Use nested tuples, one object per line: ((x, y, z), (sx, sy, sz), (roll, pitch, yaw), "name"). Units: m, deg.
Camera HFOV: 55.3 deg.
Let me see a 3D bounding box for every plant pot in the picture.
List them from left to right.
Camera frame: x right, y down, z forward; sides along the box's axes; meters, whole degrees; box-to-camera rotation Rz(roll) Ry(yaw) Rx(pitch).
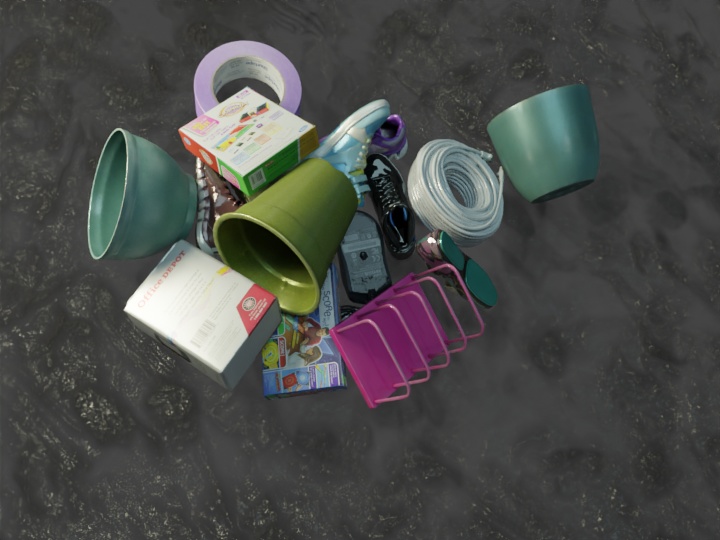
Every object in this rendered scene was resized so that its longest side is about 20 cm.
((-0.344, -0.110, 1.106), (0.131, 0.199, 0.206), (10, 63, -35), "plant pot")
((-0.099, -0.071, 1.081), (0.197, 0.201, 0.192), (33, 57, 4), "plant pot")
((0.351, -0.222, 1.274), (0.195, 0.200, 0.166), (-15, 83, -16), "plant pot")

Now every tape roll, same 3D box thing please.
((-0.207, -0.321, 1.271), (0.193, 0.066, 0.206), (4, 68, -9), "tape roll")

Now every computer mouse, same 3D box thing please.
((0.000, 0.000, 1.194), (0.134, 0.053, 0.207), (-6, 79, -9), "computer mouse")

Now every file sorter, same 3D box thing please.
((0.080, 0.097, 1.084), (0.198, 0.124, 0.142), (-32, 95, -35), "file sorter")

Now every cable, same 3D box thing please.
((0.172, -0.141, 1.235), (0.196, 0.069, 0.205), (22, 54, -24), "cable")

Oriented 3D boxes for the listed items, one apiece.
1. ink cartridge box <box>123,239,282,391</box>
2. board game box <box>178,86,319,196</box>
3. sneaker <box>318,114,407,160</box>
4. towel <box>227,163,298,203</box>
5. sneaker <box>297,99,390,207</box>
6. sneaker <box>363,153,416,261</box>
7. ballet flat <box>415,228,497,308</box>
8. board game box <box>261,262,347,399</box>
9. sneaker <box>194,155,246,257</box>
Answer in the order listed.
((-0.241, 0.068, 1.075), (0.197, 0.086, 0.149), (29, 66, 18), "ink cartridge box")
((-0.184, -0.218, 1.128), (0.152, 0.041, 0.199), (-37, 51, -21), "board game box")
((0.002, -0.242, 1.268), (0.195, 0.089, 0.082), (-16, 73, -15), "sneaker")
((-0.129, -0.121, 1.222), (0.146, 0.037, 0.202), (-31, 76, -22), "towel")
((-0.002, -0.189, 1.194), (0.199, 0.079, 0.132), (-39, 85, 12), "sneaker")
((0.056, -0.124, 1.199), (0.071, 0.112, 0.206), (-18, 81, -3), "sneaker")
((0.163, 0.001, 1.197), (0.199, 0.070, 0.071), (41, 50, -34), "ballet flat")
((-0.095, 0.097, 1.117), (0.131, 0.035, 0.206), (-8, 70, 7), "board game box")
((-0.220, -0.122, 1.175), (0.112, 0.076, 0.207), (-4, 78, 3), "sneaker")
